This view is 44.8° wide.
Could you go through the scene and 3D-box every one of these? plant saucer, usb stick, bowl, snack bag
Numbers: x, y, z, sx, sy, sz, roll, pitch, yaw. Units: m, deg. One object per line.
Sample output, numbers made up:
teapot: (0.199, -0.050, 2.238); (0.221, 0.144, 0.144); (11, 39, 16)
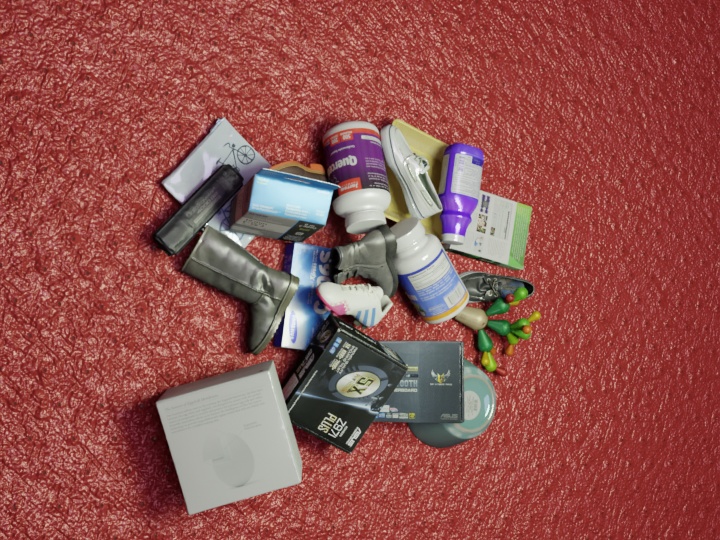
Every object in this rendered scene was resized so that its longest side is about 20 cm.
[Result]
plant saucer: (0.112, -0.179, 1.792); (0.200, 0.048, 0.201); (23, 76, -26)
usb stick: (-0.287, -0.109, 1.555); (0.055, 0.033, 0.200); (45, 67, -12)
bowl: (0.198, 0.266, 1.781); (0.200, 0.105, 0.201); (2, 85, -29)
snack bag: (-0.246, -0.151, 1.612); (0.200, 0.021, 0.189); (45, 67, -19)

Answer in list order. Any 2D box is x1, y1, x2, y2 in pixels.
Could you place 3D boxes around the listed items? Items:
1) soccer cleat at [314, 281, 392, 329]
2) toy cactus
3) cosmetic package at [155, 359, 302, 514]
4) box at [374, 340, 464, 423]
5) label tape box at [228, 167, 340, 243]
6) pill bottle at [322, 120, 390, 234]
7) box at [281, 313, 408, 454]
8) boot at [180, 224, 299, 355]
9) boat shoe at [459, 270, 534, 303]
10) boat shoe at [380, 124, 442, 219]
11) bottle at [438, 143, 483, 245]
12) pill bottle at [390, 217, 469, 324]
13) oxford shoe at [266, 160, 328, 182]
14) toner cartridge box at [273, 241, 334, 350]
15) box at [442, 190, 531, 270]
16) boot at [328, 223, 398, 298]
soccer cleat: (-0.010, 0.049, 1.634); (0.086, 0.070, 0.200); (-40, 149, 12)
toy cactus: (0.277, 0.121, 1.831); (0.165, 0.102, 0.200); (19, 118, 0)
cosmetic package: (-0.222, 0.281, 1.504); (0.199, 0.123, 0.201); (-15, 96, -2)
box: (0.103, 0.215, 1.700); (0.199, 0.051, 0.158); (0, 86, 11)
label tape box: (-0.137, -0.110, 1.533); (0.143, 0.200, 0.066); (10, 76, -21)
pill bottle: (-0.005, -0.176, 1.667); (0.112, 0.112, 0.201); (0, 71, -28)
box: (-0.038, 0.211, 1.624); (0.164, 0.086, 0.200); (33, 95, -21)
boot: (-0.232, 0.038, 1.579); (0.200, 0.073, 0.182); (25, 91, -20)
boat shoe: (0.286, 0.039, 1.862); (0.200, 0.066, 0.070); (7, 84, -28)
boat shoe: (0.106, -0.199, 1.715); (0.200, 0.067, 0.074); (65, 32, -18)
bottle: (0.200, -0.153, 1.774); (0.083, 0.065, 0.201); (11, 82, -27)
pill bottle: (0.126, -0.002, 1.740); (0.112, 0.112, 0.200); (-42, 113, -24)
oxford shoe: (-0.122, -0.155, 1.611); (0.200, 0.071, 0.073); (-10, 74, -52)
toner cartridge box: (-0.104, 0.052, 1.664); (0.095, 0.043, 0.201); (10, 83, -26)
box: (0.275, -0.091, 1.883); (0.200, 0.036, 0.145); (15, 80, -26)
boot: (0.000, 0.000, 1.676); (0.131, 0.070, 0.200); (-24, 141, -16)
